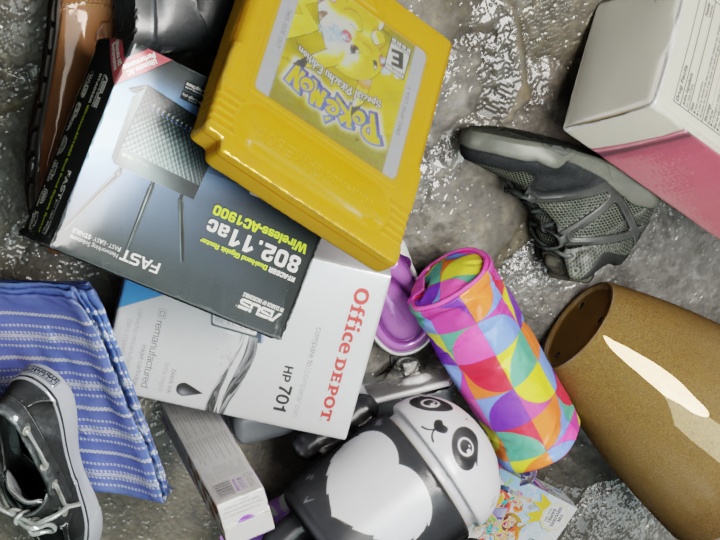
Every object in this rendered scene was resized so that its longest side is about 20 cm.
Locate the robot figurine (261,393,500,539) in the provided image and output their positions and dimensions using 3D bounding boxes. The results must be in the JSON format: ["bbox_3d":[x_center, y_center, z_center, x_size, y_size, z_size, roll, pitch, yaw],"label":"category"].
[{"bbox_3d":[0.018,0.188,1.365,0.199,0.125,0.151,-35,104,-8],"label":"robot figurine"}]

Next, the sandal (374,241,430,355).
[{"bbox_3d":[0.005,-0.005,1.399,0.082,0.050,0.203,-43,120,0],"label":"sandal"}]

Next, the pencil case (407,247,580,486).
[{"bbox_3d":[0.110,0.080,1.418,0.088,0.088,0.201,-31,114,-6],"label":"pencil case"}]

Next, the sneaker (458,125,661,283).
[{"bbox_3d":[0.158,-0.052,1.424,0.198,0.076,0.115,17,98,-32],"label":"sneaker"}]

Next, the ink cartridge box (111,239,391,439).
[{"bbox_3d":[-0.089,0.033,1.333,0.198,0.086,0.147,13,107,-7],"label":"ink cartridge box"}]

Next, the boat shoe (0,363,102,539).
[{"bbox_3d":[-0.249,0.167,1.319,0.068,0.073,0.200,-50,153,-43],"label":"boat shoe"}]

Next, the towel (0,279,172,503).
[{"bbox_3d":[-0.232,0.092,1.309,0.024,0.144,0.201,-49,131,-46],"label":"towel"}]

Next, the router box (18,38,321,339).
[{"bbox_3d":[-0.119,-0.055,1.201,0.199,0.062,0.151,23,86,-31],"label":"router box"}]

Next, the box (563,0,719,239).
[{"bbox_3d":[0.282,-0.130,1.396,0.199,0.109,0.129,31,66,-28],"label":"box"}]

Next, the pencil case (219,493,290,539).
[{"bbox_3d":[-0.019,0.209,1.460,0.199,0.084,0.086,-28,153,-9],"label":"pencil case"}]

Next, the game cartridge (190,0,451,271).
[{"bbox_3d":[-0.022,-0.125,1.209,0.176,0.032,0.201,32,54,-27],"label":"game cartridge"}]

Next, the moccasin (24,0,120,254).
[{"bbox_3d":[-0.205,-0.110,1.265,0.077,0.074,0.203,8,99,-16],"label":"moccasin"}]

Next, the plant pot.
[{"bbox_3d":[0.260,0.106,1.491,0.200,0.186,0.187,37,96,-15],"label":"plant pot"}]

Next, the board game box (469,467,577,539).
[{"bbox_3d":[0.090,0.266,1.557,0.134,0.034,0.201,28,99,-29],"label":"board game box"}]

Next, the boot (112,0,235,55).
[{"bbox_3d":[-0.084,-0.234,1.253,0.199,0.066,0.166,-2,91,-28],"label":"boot"}]

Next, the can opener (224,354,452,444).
[{"bbox_3d":[-0.014,0.118,1.443,0.199,0.053,0.067,-14,115,-14],"label":"can opener"}]

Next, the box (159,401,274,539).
[{"bbox_3d":[-0.115,0.148,1.331,0.041,0.200,0.039,-19,115,-13],"label":"box"}]
